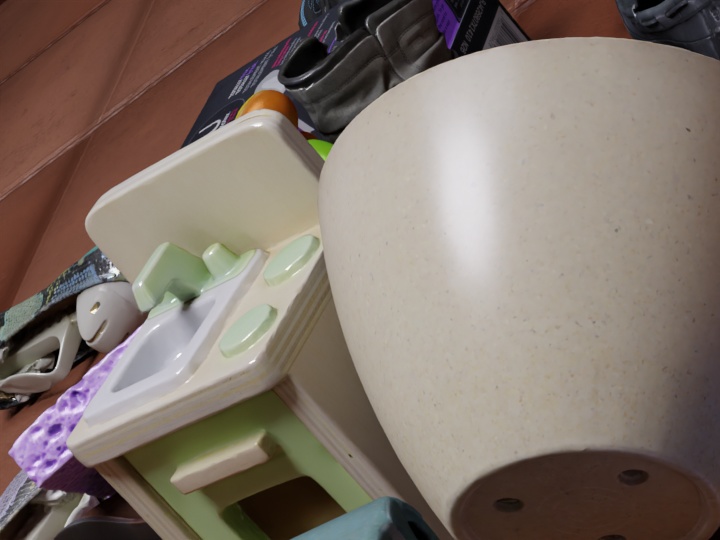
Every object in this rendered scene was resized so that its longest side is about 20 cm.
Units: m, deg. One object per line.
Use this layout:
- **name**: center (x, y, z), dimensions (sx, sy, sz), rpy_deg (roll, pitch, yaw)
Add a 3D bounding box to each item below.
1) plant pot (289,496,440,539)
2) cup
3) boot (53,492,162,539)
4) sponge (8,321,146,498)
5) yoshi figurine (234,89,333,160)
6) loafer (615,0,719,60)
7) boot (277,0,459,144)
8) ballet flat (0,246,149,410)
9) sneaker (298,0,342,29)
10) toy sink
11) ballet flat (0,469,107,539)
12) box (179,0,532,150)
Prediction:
- **plant pot**: center (-0.037, 0.182, 0.763), dimensions (0.196, 0.201, 0.200), rpy_deg (-31, 19, 6)
- **cup**: center (0.081, 0.031, 0.900), dimensions (0.200, 0.200, 0.144), rpy_deg (-27, 47, 36)
- **boot**: center (-0.052, 0.080, 1.222), dimensions (0.186, 0.064, 0.200), rpy_deg (-22, 23, 47)
- **sponge**: center (-0.104, 0.072, 1.228), dimensions (0.112, 0.030, 0.200), rpy_deg (-42, -12, 2)
- **yoshi figurine**: center (0.000, -0.010, 1.114), dimensions (0.112, 0.200, 0.113), rpy_deg (-17, -45, -50)
- **loafer**: center (0.176, -0.151, 1.272), dimensions (0.068, 0.070, 0.201), rpy_deg (-40, 17, 1)
- **boot**: center (0.051, -0.097, 1.252), dimensions (0.068, 0.131, 0.200), rpy_deg (-2, 25, 47)
- **ballet flat**: center (-0.189, 0.038, 1.607), dimensions (0.200, 0.074, 0.074), rpy_deg (-32, 20, 31)
- **sneaker**: center (-0.002, -0.190, 1.754), dimensions (0.082, 0.073, 0.200), rpy_deg (-56, 11, 8)
- **toy sink**: center (-0.038, 0.054, 1.022), dimensions (0.130, 0.200, 0.112), rpy_deg (-25, 24, 39)
- **ballet flat**: center (-0.194, 0.176, 1.277), dimensions (0.072, 0.072, 0.201), rpy_deg (-18, 31, 50)
- **box**: center (-0.003, -0.091, 1.437), dimensions (0.200, 0.106, 0.122), rpy_deg (-29, 22, 33)
